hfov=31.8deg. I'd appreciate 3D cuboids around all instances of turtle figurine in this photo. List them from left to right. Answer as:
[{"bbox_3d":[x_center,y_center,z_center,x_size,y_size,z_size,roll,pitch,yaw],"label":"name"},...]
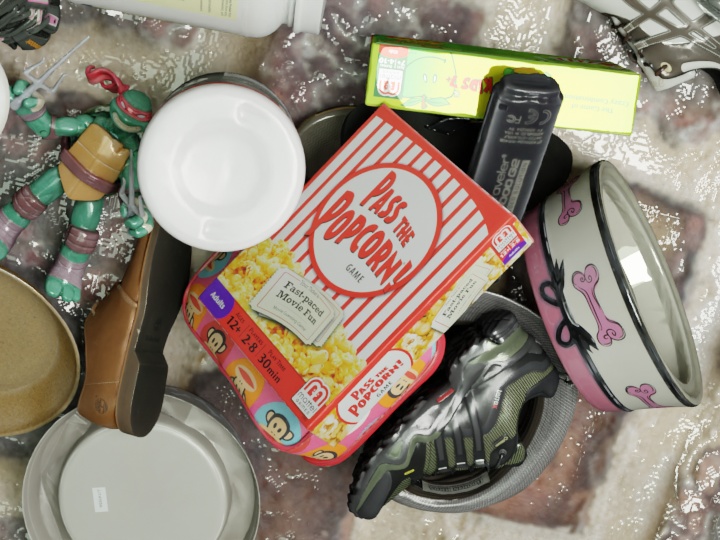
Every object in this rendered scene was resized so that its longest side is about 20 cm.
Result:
[{"bbox_3d":[-0.215,-0.078,0.992,0.150,0.101,0.200,40,114,6],"label":"turtle figurine"}]

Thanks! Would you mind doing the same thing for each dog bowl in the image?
[{"bbox_3d":[-0.183,0.188,1.078,0.199,0.059,0.201,0,103,0],"label":"dog bowl"},{"bbox_3d":[0.191,0.020,0.972,0.074,0.200,0.201,-22,104,22],"label":"dog bowl"}]

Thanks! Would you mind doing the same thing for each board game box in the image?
[{"bbox_3d":[0.000,0.000,0.896,0.200,0.151,0.046,-46,144,1],"label":"board game box"},{"bbox_3d":[0.105,-0.144,0.972,0.199,0.102,0.048,7,104,-1],"label":"board game box"}]

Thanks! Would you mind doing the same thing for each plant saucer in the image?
[{"bbox_3d":[-0.323,0.054,1.029,0.199,0.036,0.201,3,128,3],"label":"plant saucer"}]

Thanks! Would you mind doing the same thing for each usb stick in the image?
[{"bbox_3d":[0.103,-0.063,0.951,0.055,0.033,0.201,3,136,-10],"label":"usb stick"}]

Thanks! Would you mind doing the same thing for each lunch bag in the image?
[{"bbox_3d":[-0.032,0.030,0.974,0.176,0.200,0.082,-46,142,9],"label":"lunch bag"}]

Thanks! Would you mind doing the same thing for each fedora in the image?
[{"bbox_3d":[0.080,0.099,1.038,0.176,0.090,0.201,23,106,-4],"label":"fedora"}]

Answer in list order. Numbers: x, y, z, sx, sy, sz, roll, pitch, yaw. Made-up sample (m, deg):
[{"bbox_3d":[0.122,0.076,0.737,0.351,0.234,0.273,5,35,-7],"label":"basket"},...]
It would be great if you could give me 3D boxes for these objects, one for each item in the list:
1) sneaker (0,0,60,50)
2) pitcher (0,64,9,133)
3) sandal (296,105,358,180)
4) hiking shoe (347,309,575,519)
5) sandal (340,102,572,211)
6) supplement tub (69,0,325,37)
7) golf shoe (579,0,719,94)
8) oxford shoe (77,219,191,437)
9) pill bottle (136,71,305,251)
[{"bbox_3d":[-0.251,-0.199,0.915,0.080,0.200,0.087,-18,113,10],"label":"sneaker"},{"bbox_3d":[-0.354,-0.114,0.955,0.199,0.121,0.172,11,125,34],"label":"pitcher"},{"bbox_3d":[0.035,-0.063,1.016,0.200,0.055,0.082,36,101,-8],"label":"sandal"},{"bbox_3d":[0.075,0.130,0.960,0.101,0.076,0.200,41,103,-5],"label":"hiking shoe"},{"bbox_3d":[0.082,-0.090,0.982,0.199,0.045,0.076,7,78,-23],"label":"sandal"},{"bbox_3d":[-0.117,-0.252,0.923,0.199,0.145,0.146,10,104,-3],"label":"supplement tub"},{"bbox_3d":[0.224,-0.189,0.974,0.199,0.078,0.095,16,104,-2],"label":"golf shoe"},{"bbox_3d":[-0.186,0.028,1.015,0.071,0.071,0.201,9,78,21],"label":"oxford shoe"},{"bbox_3d":[-0.102,-0.087,0.931,0.113,0.200,0.115,-1,102,-6],"label":"pill bottle"}]
